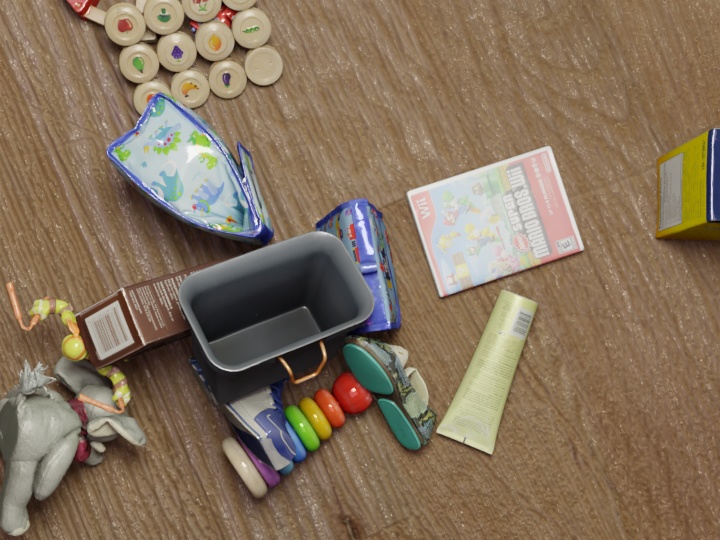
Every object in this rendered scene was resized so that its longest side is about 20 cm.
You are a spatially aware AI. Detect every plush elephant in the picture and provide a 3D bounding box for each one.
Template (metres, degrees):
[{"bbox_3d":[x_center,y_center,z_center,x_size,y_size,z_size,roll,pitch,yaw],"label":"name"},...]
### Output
[{"bbox_3d":[-0.352,0.190,1.310,0.154,0.165,0.201,5,123,-37],"label":"plush elephant"}]

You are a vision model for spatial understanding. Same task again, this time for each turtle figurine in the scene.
[{"bbox_3d":[-0.321,0.074,1.299,0.200,0.161,0.064,46,102,2],"label":"turtle figurine"}]

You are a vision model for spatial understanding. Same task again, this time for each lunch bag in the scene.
[{"bbox_3d":[-0.187,-0.107,1.317,0.200,0.170,0.128,43,90,0],"label":"lunch bag"},{"bbox_3d":[0.000,0.000,1.304,0.093,0.200,0.152,-9,87,-3],"label":"lunch bag"}]

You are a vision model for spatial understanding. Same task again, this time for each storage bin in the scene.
[{"bbox_3d":[-0.095,0.070,1.219,0.199,0.135,0.146,-21,65,-23],"label":"storage bin"}]

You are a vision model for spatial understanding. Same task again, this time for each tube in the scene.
[{"bbox_3d":[0.166,0.125,1.383,0.058,0.052,0.201,19,88,40],"label":"tube"}]

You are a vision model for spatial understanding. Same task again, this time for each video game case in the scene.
[{"bbox_3d":[0.174,-0.064,1.409,0.198,0.017,0.144,-18,87,-4],"label":"video game case"}]

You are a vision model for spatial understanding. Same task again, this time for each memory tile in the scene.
[{"bbox_3d":[-0.207,-0.281,1.368,0.198,0.017,0.154,-18,118,-4],"label":"memory tile"}]

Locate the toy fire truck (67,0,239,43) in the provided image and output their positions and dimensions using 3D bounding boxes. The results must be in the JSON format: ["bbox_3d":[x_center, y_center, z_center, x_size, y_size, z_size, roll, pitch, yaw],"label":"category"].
[{"bbox_3d":[-0.267,-0.342,1.390,0.200,0.049,0.141,38,87,-2],"label":"toy fire truck"}]

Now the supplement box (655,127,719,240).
[{"bbox_3d":[0.445,-0.100,1.333,0.108,0.200,0.110,3,86,-3],"label":"supplement box"}]

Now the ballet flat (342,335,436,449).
[{"bbox_3d":[0.039,0.132,1.329,0.074,0.074,0.201,-31,127,-5],"label":"ballet flat"}]

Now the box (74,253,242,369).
[{"bbox_3d":[-0.222,0.045,1.284,0.100,0.199,0.075,-25,85,37],"label":"box"}]

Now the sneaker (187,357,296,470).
[{"bbox_3d":[-0.120,0.137,1.316,0.115,0.199,0.081,-34,133,-15],"label":"sneaker"}]

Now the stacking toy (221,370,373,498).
[{"bbox_3d":[-0.071,0.191,1.354,0.199,0.085,0.086,-35,88,-11],"label":"stacking toy"}]
